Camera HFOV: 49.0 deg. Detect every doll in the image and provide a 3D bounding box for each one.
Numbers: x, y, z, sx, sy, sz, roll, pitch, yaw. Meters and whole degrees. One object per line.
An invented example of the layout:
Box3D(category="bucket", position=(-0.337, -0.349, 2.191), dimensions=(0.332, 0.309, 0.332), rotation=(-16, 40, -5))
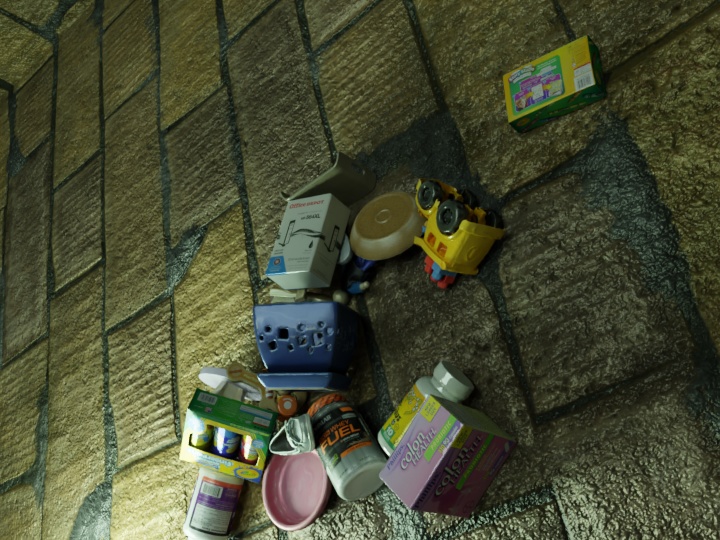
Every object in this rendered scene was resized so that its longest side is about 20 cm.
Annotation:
Box3D(category="doll", position=(0.000, 0.000, 1.820), dimensions=(0.201, 0.048, 0.137), rotation=(-52, 35, 15))

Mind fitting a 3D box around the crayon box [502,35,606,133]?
Box3D(category="crayon box", position=(0.393, -0.379, 1.621), dimensions=(0.198, 0.058, 0.121), rotation=(-20, 60, 35))

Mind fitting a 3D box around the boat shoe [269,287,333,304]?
Box3D(category="boat shoe", position=(-0.144, 0.083, 1.908), dimensions=(0.197, 0.071, 0.066), rotation=(8, 93, 37))

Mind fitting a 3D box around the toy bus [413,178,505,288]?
Box3D(category="toy bus", position=(0.178, -0.072, 1.655), dimensions=(0.200, 0.134, 0.194), rotation=(49, 122, 44))

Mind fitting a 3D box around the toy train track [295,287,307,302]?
Box3D(category="toy train track", position=(-0.127, 0.018, 1.894), dimensions=(0.113, 0.033, 0.201), rotation=(-21, 30, 18))

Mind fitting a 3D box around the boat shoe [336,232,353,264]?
Box3D(category="boat shoe", position=(-0.063, -0.071, 1.889), dimensions=(0.069, 0.056, 0.200), rotation=(-47, 42, 6))

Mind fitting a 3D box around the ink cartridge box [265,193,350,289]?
Box3D(category="ink cartridge box", position=(-0.121, -0.066, 1.832), dimensions=(0.144, 0.084, 0.203), rotation=(-6, 60, 39))

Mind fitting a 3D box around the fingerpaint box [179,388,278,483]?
Box3D(category="fingerpaint box", position=(-0.300, 0.378, 1.798), dimensions=(0.074, 0.197, 0.169), rotation=(-73, 1, -56))

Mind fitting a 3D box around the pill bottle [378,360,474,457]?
Box3D(category="pill bottle", position=(0.132, 0.282, 1.550), dimensions=(0.201, 0.112, 0.113), rotation=(-54, 47, 11))

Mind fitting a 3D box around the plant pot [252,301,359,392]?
Box3D(category="plant pot", position=(-0.116, 0.172, 1.728), dimensions=(0.196, 0.200, 0.184), rotation=(-2, 78, 14))

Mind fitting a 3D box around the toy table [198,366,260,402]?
Box3D(category="toy table", position=(-0.326, 0.318, 1.913), dimensions=(0.198, 0.184, 0.119), rotation=(-3, 54, 42))

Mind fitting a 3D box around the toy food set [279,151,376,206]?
Box3D(category="toy food set", position=(-0.078, -0.205, 1.910), dimensions=(0.198, 0.143, 0.061), rotation=(-31, 55, 29))

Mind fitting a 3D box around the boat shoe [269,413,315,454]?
Box3D(category="boat shoe", position=(-0.142, 0.352, 1.664), dimensions=(0.202, 0.064, 0.076), rotation=(134, 125, -63))

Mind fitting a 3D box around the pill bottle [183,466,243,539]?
Box3D(category="pill bottle", position=(-0.352, 0.574, 1.861), dimensions=(0.110, 0.111, 0.204), rotation=(7, 78, 42))

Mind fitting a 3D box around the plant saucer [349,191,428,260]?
Box3D(category="plant saucer", position=(0.058, -0.112, 1.775), dimensions=(0.197, 0.036, 0.202), rotation=(-18, 43, 18))

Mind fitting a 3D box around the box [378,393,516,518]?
Box3D(category="box", position=(0.162, 0.341, 1.439), dimensions=(0.096, 0.199, 0.178), rotation=(37, 98, 43))

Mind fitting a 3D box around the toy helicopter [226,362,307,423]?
Box3D(category="toy helicopter", position=(-0.216, 0.258, 1.840), dimensions=(0.079, 0.197, 0.134), rotation=(111, -178, -65))

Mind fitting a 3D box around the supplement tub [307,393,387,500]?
Box3D(category="supplement tub", position=(-0.032, 0.365, 1.654), dimensions=(0.123, 0.122, 0.201), rotation=(-49, 48, 15))

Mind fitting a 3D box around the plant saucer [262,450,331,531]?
Box3D(category="plant saucer", position=(-0.133, 0.471, 1.751), dimensions=(0.198, 0.050, 0.204), rotation=(-18, 61, 36))
